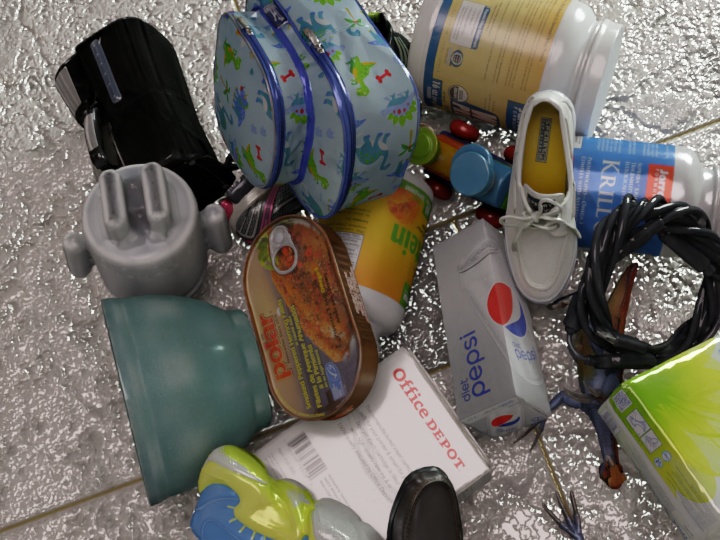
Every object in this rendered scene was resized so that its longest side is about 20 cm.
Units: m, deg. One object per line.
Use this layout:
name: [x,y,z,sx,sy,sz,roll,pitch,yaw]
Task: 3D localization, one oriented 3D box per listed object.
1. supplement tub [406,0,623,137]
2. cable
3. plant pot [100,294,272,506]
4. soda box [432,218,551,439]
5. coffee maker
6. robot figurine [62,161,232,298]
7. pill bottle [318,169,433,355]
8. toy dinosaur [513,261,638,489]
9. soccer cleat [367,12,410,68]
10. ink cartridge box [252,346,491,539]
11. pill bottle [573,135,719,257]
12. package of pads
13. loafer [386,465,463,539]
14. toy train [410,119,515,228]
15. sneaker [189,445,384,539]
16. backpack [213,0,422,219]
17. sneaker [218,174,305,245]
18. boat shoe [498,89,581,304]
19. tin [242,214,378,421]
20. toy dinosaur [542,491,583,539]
supplement tub: [0.162,-0.222,1.124,0.198,0.145,0.146,19,74,15]
cable: [0.272,0.012,0.992,0.198,0.051,0.165,3,97,-32]
plant pot: [-0.163,0.111,1.035,0.133,0.201,0.202,-13,67,-14]
soda box: [0.124,0.055,1.037,0.068,0.063,0.202,-28,50,30]
coffee maker: [-0.221,-0.166,1.176,0.190,0.135,0.201,-20,68,-10]
robot figurine: [-0.214,-0.028,1.074,0.168,0.200,0.114,-8,65,-5]
pill bottle: [0.000,0.000,1.084,0.110,0.111,0.202,11,72,12]
toy dinosaur: [0.239,0.107,1.026,0.199,0.105,0.183,-25,86,-12]
soccer cleat: [0.021,-0.239,1.137,0.067,0.082,0.200,-5,24,8]
ink cartridge box: [0.008,0.194,1.026,0.199,0.083,0.147,-34,69,-4]
pill bottle: [0.276,-0.073,1.069,0.198,0.112,0.113,6,71,11]
package of pads: [0.333,0.145,0.967,0.199,0.068,0.155,-20,65,-29]
loafer: [0.066,0.273,0.944,0.072,0.072,0.202,-8,107,-17]
toy train: [0.075,-0.122,1.106,0.199,0.115,0.085,30,100,27]
sneaker: [-0.067,0.245,0.950,0.199,0.076,0.106,31,98,18]
backpack: [-0.047,-0.153,0.998,0.146,0.184,0.200,-22,58,-27]
sneaker: [-0.063,-0.108,1.158,0.075,0.081,0.200,44,88,3]
boat shoe: [0.170,-0.063,0.992,0.074,0.086,0.204,7,103,14]
tin: [-0.049,0.045,1.009,0.111,0.042,0.202,-27,66,24]
toy dinosaur: [0.197,0.301,0.954,0.180,0.105,0.202,-14,79,24]
